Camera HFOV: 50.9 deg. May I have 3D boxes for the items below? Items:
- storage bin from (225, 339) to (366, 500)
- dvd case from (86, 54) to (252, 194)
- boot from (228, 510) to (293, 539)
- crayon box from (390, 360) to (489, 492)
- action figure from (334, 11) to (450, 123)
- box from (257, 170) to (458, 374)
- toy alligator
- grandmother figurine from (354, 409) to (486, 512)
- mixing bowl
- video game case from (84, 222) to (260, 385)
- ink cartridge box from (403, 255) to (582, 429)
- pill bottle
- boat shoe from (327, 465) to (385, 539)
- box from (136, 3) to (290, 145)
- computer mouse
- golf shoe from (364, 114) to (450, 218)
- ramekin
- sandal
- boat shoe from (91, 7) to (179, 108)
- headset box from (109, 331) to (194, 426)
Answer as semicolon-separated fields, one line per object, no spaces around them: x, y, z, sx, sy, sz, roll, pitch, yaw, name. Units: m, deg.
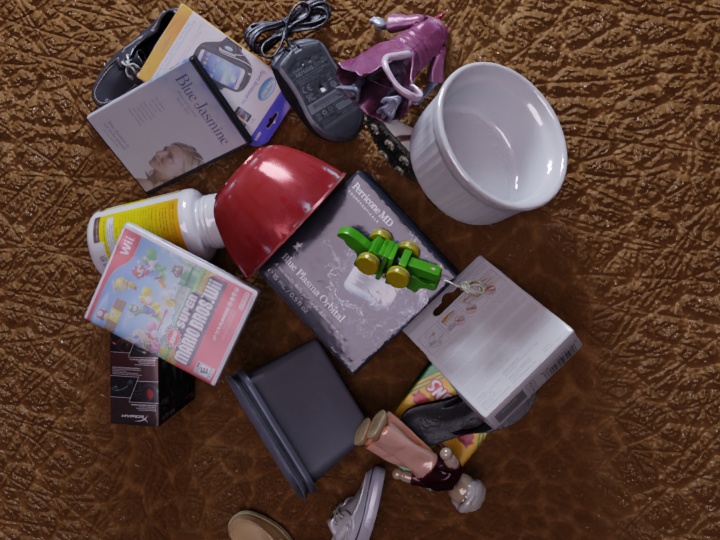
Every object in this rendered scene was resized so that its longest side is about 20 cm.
-0.085;0.203;1.091;0.134;0.146;0.201;-31;90;-17;storage bin
-0.271;-0.201;1.075;0.199;0.018;0.143;-21;121;23;dvd case
-0.134;0.454;1.101;0.073;0.155;0.200;-41;88;10;boot
0.114;0.218;1.094;0.127;0.051;0.201;36;100;3;crayon box
0.059;-0.293;1.003;0.134;0.149;0.200;45;68;-7;action figure
0.000;0.000;1.057;0.200;0.117;0.197;-44;88;9;box
0.059;0.003;0.966;0.199;0.059;0.054;24;139;3;toy alligator
0.092;0.265;1.034;0.200;0.121;0.061;37;59;-13;grandmother figurine
-0.125;-0.093;1.017;0.108;0.200;0.200;42;100;-7;mixing bowl
-0.249;0.045;1.001;0.199;0.017;0.144;27;98;3;video game case
0.172;0.092;1.027;0.162;0.200;0.050;-43;133;-1;ink cartridge box
-0.283;-0.054;1.098;0.198;0.109;0.110;-12;94;10;pill bottle
-0.017;0.378;1.117;0.066;0.074;0.201;17;99;4;boat shoe
-0.199;-0.267;1.076;0.199;0.042;0.119;34;100;-19;box
-0.066;-0.268;1.067;0.138;0.053;0.201;-30;93;-20;computer mouse
0.093;-0.164;1.058;0.200;0.077;0.088;42;81;-1;golf shoe
0.161;-0.157;0.983;0.199;0.098;0.202;9;70;-25;ramekin
0.149;0.197;1.036;0.199;0.048;0.076;-24;92;10;sandal
-0.325;-0.311;1.103;0.200;0.063;0.073;-38;88;10;boat shoe
-0.298;0.106;1.096;0.074;0.149;0.202;2;95;7;headset box
